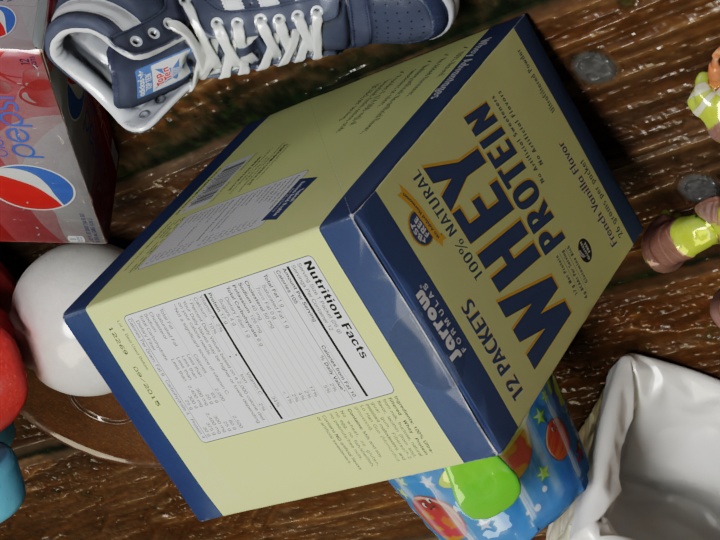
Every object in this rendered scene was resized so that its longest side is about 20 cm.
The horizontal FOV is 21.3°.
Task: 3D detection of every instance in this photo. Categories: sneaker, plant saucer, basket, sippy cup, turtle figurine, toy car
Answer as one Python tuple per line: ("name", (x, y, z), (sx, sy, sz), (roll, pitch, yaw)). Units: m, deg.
("sneaker", (-0.057, -0.117, 0.939), (0.199, 0.109, 0.070), (12, 145, 10))
("plant saucer", (-0.172, 0.078, 1.314), (0.199, 0.035, 0.201), (13, 144, 10))
("basket", (0.216, 0.161, 1.162), (0.199, 0.136, 0.124), (21, 146, -3))
("sippy cup", (0.061, 0.086, 1.093), (0.139, 0.178, 0.131), (-20, 108, 40))
("turtle figurine", (0.227, -0.024, 0.972), (0.199, 0.065, 0.161), (29, 143, -14))
("toy car", (-0.195, 0.030, 1.187), (0.199, 0.177, 0.186), (-16, 112, -9))

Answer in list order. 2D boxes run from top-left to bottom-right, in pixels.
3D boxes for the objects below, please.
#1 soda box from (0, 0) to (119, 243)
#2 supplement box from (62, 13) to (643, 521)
("soda box", (-0.182, -0.089, 1.037), (0.069, 0.064, 0.200), (2, 152, 4))
("supplement box", (0.000, 0.000, 0.968), (0.199, 0.200, 0.135), (-17, 113, 39))
